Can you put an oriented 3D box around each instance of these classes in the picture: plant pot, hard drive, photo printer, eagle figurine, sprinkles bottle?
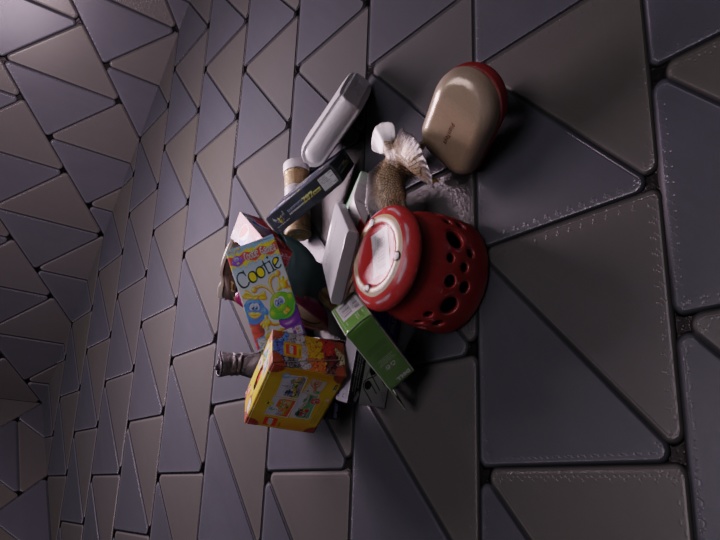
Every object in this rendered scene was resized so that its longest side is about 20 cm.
[{"bbox_3d":[0.093,-0.006,1.227,0.199,0.179,0.206,-27,56,50],"label":"plant pot"},{"bbox_3d":[-0.040,-0.037,1.318,0.201,0.026,0.136,-111,33,-70],"label":"hard drive"},{"bbox_3d":[-0.061,-0.337,1.617,0.201,0.069,0.168,-50,12,32],"label":"photo printer"},{"bbox_3d":[-0.163,0.024,1.626,0.198,0.132,0.206,-25,57,48],"label":"plant pot"},{"bbox_3d":[0.081,-0.192,1.337,0.147,0.201,0.156,-4,115,18],"label":"eagle figurine"},{"bbox_3d":[-0.156,-0.176,1.747,0.068,0.067,0.205,-32,53,45],"label":"sprinkles bottle"}]

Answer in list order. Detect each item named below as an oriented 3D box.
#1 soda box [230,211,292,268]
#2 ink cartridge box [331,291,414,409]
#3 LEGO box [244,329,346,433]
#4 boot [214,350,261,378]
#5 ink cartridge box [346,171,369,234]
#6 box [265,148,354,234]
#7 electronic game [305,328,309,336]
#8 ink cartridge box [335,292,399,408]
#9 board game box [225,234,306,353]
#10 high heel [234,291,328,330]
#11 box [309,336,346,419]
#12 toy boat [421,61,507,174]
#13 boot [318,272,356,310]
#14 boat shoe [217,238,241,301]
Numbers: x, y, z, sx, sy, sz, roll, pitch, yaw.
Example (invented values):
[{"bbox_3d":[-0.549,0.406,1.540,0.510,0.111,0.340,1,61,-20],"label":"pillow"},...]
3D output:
[{"bbox_3d":[-0.222,-0.058,1.569,0.200,0.062,0.071,44,113,52],"label":"soda box"},{"bbox_3d":[0.036,0.143,1.266,0.059,0.201,0.104,-37,26,-1],"label":"ink cartridge box"},{"bbox_3d":[-0.128,0.218,1.357,0.078,0.145,0.202,-96,26,-44],"label":"LEGO box"},{"bbox_3d":[-0.262,0.201,1.605,0.200,0.128,0.072,-168,86,-82],"label":"boot"},{"bbox_3d":[-0.026,-0.071,1.406,0.162,0.049,0.203,119,172,-49],"label":"ink cartridge box"},{"bbox_3d":[-0.111,-0.179,1.585,0.198,0.051,0.158,-36,12,21],"label":"box"},{"bbox_3d":[-0.173,0.210,1.655,0.198,0.041,0.206,-24,59,49],"label":"electronic game"},{"bbox_3d":[0.017,0.153,1.352,0.044,0.092,0.206,2,79,55],"label":"ink cartridge box"},{"bbox_3d":[-0.185,0.049,1.401,0.103,0.102,0.205,118,132,-80],"label":"board game box"},{"bbox_3d":[-0.162,0.084,1.470,0.069,0.195,0.096,-64,28,19],"label":"high heel"},{"bbox_3d":[-0.113,0.226,1.524,0.197,0.043,0.165,-1,79,44],"label":"box"},{"bbox_3d":[0.196,-0.276,1.234,0.130,0.130,0.201,42,151,13],"label":"toy boat"},{"bbox_3d":[0.000,0.000,1.468,0.174,0.065,0.204,35,104,51],"label":"boot"},{"bbox_3d":[-0.278,0.005,1.571,0.202,0.058,0.073,111,-179,-52],"label":"boat shoe"}]
